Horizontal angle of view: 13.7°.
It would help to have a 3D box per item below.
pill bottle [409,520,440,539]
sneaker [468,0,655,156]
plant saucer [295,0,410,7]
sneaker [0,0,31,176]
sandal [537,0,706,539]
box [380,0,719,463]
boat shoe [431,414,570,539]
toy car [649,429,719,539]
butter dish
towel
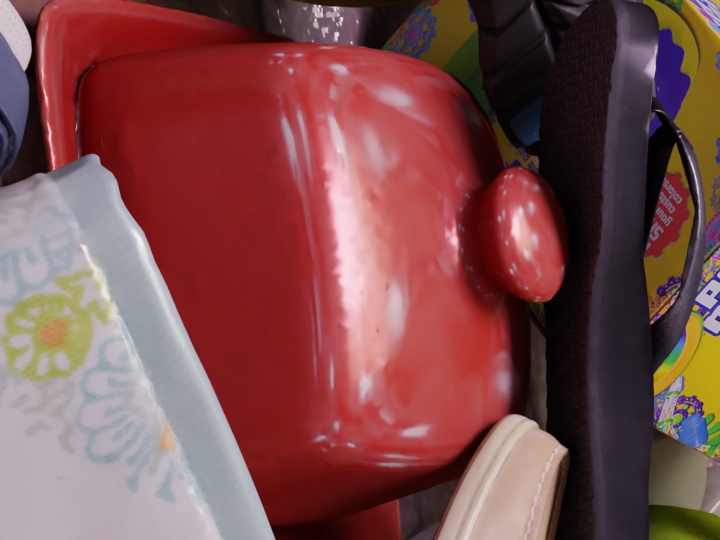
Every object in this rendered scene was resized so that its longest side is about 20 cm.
[{"bbox_3d":[0.087,0.182,1.111,0.112,0.112,0.201,-33,100,-60],"label":"pill bottle"},{"bbox_3d":[0.050,-0.131,1.004,0.082,0.073,0.201,-91,169,-47],"label":"sneaker"},{"bbox_3d":[-0.009,-0.193,1.056,0.199,0.031,0.201,5,75,-21],"label":"plant saucer"},{"bbox_3d":[-0.117,-0.012,0.861,0.201,0.080,0.147,61,37,-18],"label":"sneaker"},{"bbox_3d":[0.088,0.005,0.999,0.076,0.043,0.201,-123,-150,-67],"label":"sandal"},{"bbox_3d":[0.137,-0.027,1.154,0.192,0.122,0.200,27,22,-43],"label":"box"},{"bbox_3d":[0.047,0.145,0.964,0.072,0.065,0.201,66,35,-63],"label":"boat shoe"},{"bbox_3d":[0.156,0.166,1.237,0.151,0.175,0.200,-60,146,2],"label":"toy car"},{"bbox_3d":[0.000,0.000,0.999,0.200,0.147,0.201,5,74,-60],"label":"butter dish"},{"bbox_3d":[-0.105,0.093,0.776,0.170,0.048,0.201,-26,107,-14],"label":"towel"}]
